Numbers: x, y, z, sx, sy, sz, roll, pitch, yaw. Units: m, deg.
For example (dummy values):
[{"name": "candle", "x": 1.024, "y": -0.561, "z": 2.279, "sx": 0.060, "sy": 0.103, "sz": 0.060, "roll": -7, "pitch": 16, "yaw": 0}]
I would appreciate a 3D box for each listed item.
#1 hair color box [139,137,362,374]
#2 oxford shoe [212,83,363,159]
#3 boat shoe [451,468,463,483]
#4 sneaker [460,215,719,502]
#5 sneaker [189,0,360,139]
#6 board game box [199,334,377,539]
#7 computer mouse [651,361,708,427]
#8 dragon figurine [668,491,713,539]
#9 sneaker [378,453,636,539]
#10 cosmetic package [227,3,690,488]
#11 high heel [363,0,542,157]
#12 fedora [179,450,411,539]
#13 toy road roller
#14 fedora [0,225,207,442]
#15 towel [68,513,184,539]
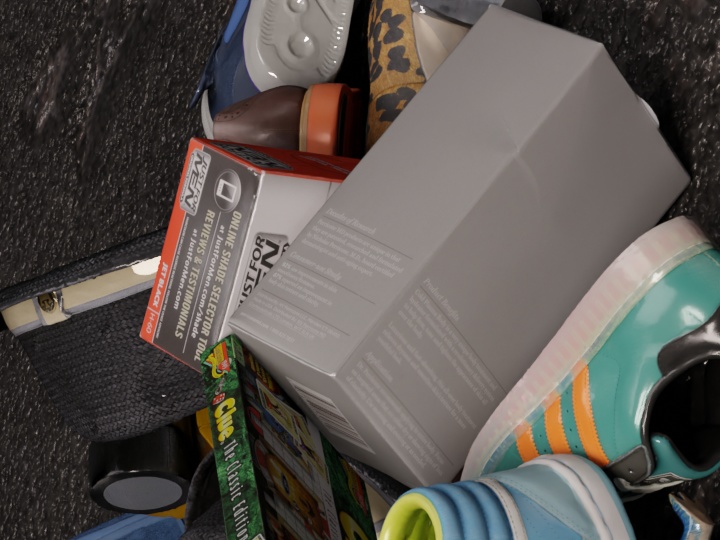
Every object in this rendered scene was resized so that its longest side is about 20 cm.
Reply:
[{"name": "hair color box", "x": 0.000, "y": 0.000, "z": 1.270, "sx": 0.061, "sy": 0.199, "sz": 0.102, "roll": 27, "pitch": 105, "yaw": 45}, {"name": "oxford shoe", "x": -0.037, "y": -0.068, "z": 1.427, "sx": 0.200, "sy": 0.072, "sz": 0.072, "roll": 62, "pitch": -149, "yaw": -81}, {"name": "boat shoe", "x": 0.000, "y": 0.146, "z": 1.359, "sx": 0.200, "sy": 0.070, "sz": 0.071, "roll": 132, "pitch": 148, "yaw": -53}, {"name": "sneaker", "x": 0.109, "y": 0.073, "z": 1.137, "sx": 0.080, "sy": 0.071, "sz": 0.200, "roll": 53, "pitch": 134, "yaw": 27}, {"name": "sneaker", "x": -0.041, "y": -0.155, "z": 1.539, "sx": 0.146, "sy": 0.080, "sz": 0.201, "roll": 133, "pitch": 155, "yaw": -62}, {"name": "board game box", "x": -0.023, "y": 0.114, "z": 1.121, "sx": 0.023, "sy": 0.105, "sz": 0.200, "roll": -33, "pitch": 28, "yaw": 10}, {"name": "computer mouse", "x": 0.128, "y": 0.044, "z": 1.202, "sx": 0.200, "sy": 0.044, "sz": 0.110, "roll": -38, "pitch": 46, "yaw": 48}, {"name": "dragon figurine", "x": 0.147, "y": 0.161, "z": 1.107, "sx": 0.200, "sy": 0.059, "sz": 0.100, "roll": 49, "pitch": 122, "yaw": 51}, {"name": "sneaker", "x": 0.065, "y": 0.169, "z": 1.049, "sx": 0.080, "sy": 0.130, "sz": 0.201, "roll": -48, "pitch": 54, "yaw": 40}, {"name": "cosmetic package", "x": 0.048, "y": -0.010, "z": 1.208, "sx": 0.090, "sy": 0.107, "sz": 0.200, "roll": 23, "pitch": 67, "yaw": 45}, {"name": "high heel", "x": 0.019, "y": -0.066, "z": 1.408, "sx": 0.142, "sy": 0.071, "sz": 0.201, "roll": 27, "pitch": 93, "yaw": 60}, {"name": "fedora", "x": -0.031, "y": 0.176, "z": 1.274, "sx": 0.200, "sy": 0.091, "sz": 0.202, "roll": 16, "pitch": 116, "yaw": 35}, {"name": "toy road roller", "x": -0.053, "y": 0.072, "z": 1.458, "sx": 0.199, "sy": 0.146, "sz": 0.123, "roll": -15, "pitch": 59, "yaw": 16}, {"name": "fedora", "x": -0.098, "y": 0.029, "z": 1.340, "sx": 0.200, "sy": 0.200, "sz": 0.092, "roll": -19, "pitch": 92, "yaw": 56}, {"name": "towel", "x": -0.114, "y": 0.214, "z": 1.490, "sx": 0.200, "sy": 0.111, "sz": 0.049, "roll": -116, "pitch": 6, "yaw": -47}]
